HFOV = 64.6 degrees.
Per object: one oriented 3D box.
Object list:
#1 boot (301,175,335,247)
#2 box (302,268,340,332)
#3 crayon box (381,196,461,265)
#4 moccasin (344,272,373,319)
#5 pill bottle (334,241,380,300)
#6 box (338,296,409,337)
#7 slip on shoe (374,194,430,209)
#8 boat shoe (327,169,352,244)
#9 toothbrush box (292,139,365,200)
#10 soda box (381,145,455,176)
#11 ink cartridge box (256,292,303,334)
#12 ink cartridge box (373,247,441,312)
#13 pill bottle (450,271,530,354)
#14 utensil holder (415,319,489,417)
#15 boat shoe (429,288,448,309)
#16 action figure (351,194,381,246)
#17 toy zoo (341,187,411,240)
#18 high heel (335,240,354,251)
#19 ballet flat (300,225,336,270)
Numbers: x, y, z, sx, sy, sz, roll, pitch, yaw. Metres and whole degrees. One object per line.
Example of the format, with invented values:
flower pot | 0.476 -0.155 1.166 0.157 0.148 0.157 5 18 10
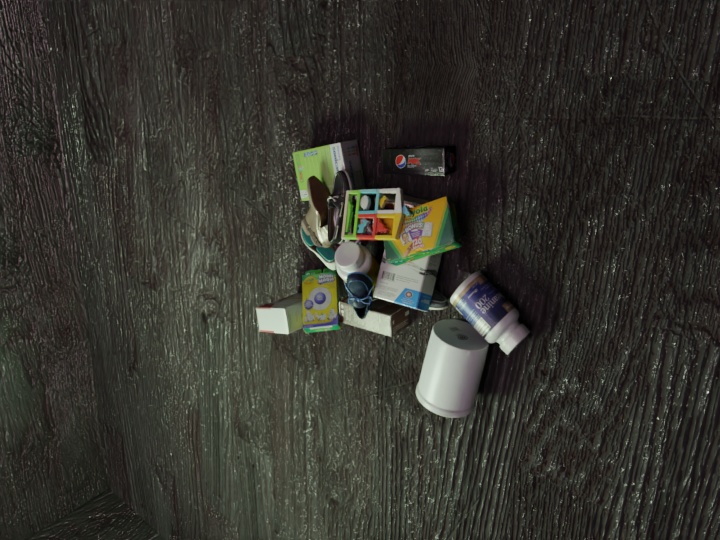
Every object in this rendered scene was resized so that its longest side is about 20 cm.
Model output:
boot | -0.134 -0.163 1.685 0.145 0.069 0.204 -18 96 56
box | -0.123 0.085 1.777 0.114 0.049 0.205 -7 64 6
crayon box | 0.154 -0.098 1.462 0.196 0.058 0.122 -17 72 30
moccasin | 0.005 0.072 1.561 0.078 0.201 0.070 -1 62 13
pill bottle | 0.000 0.000 1.622 0.106 0.200 0.112 -10 60 19
box | 0.041 0.128 1.705 0.196 0.099 0.077 11 113 38
slip on shoe | 0.121 -0.170 1.558 0.196 0.074 0.063 19 119 29
boat shoe | -0.064 -0.176 1.588 0.073 0.059 0.206 20 111 57
toothbrush box | -0.094 -0.294 1.685 0.196 0.085 0.150 -1 105 41
soda box | 0.151 -0.289 1.495 0.196 0.063 0.073 9 110 37
ink cartridge box | -0.219 0.135 1.859 0.143 0.198 0.086 -3 100 39
ink cartridge box | 0.133 -0.007 1.544 0.143 0.084 0.205 14 88 34
pill bottle | 0.330 0.110 1.446 0.200 0.110 0.112 47 129 17
utensil holder | 0.249 0.259 1.529 0.168 0.168 0.205 26 118 30
boat shoe | 0.163 0.047 1.593 0.198 0.072 0.063 29 125 36
action figure | 0.008 -0.120 1.603 0.199 0.131 0.153 -1 69 65
toy zoo | 0.042 -0.147 1.494 0.196 0.020 0.135 3 83 32
high heel | -0.042 -0.120 1.711 0.095 0.067 0.204 22 133 43
ballet flat | -0.129 -0.072 1.799 0.201 0.068 0.071 49 131 34
